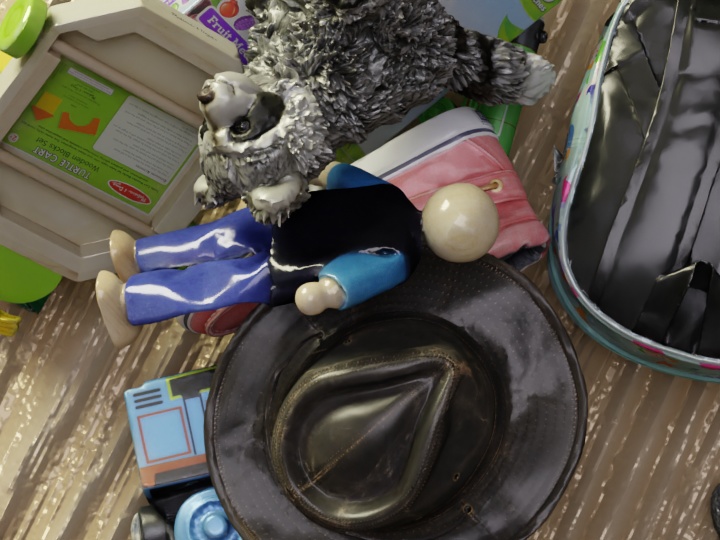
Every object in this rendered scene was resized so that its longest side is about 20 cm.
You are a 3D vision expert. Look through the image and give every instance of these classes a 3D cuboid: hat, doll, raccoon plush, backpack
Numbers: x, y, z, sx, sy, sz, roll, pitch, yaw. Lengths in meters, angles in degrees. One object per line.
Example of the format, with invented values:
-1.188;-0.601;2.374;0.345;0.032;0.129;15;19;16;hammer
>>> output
0.012;0.074;1.170;0.201;0.081;0.201;-1;85;9;hat
-0.029;-0.014;1.180;0.200;0.136;0.048;-10;122;13;doll
0.008;-0.072;1.179;0.200;0.097;0.134;17;85;-22;raccoon plush
0.189;-0.041;1.253;0.177;0.151;0.200;15;77;1;backpack

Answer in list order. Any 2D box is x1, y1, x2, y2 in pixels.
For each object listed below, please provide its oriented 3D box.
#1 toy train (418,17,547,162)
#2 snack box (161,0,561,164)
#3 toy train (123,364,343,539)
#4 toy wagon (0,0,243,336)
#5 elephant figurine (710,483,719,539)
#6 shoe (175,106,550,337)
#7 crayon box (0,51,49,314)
0.058;-0.062;1.306;0.056;0.042;0.200;11;80;26;toy train
-0.008;-0.143;1.255;0.200;0.053;0.142;-38;125;13;snack box
-0.030;0.099;1.266;0.200;0.087;0.114;-13;76;-2;toy train
-0.148;-0.053;1.225;0.155;0.040;0.200;29;113;-27;toy wagon
0.212;0.217;1.207;0.141;0.155;0.200;-11;93;-36;elephant figurine
0.000;0.000;1.250;0.200;0.071;0.091;-30;69;2;shoe
-0.237;-0.078;1.308;0.200;0.058;0.119;30;82;5;crayon box
